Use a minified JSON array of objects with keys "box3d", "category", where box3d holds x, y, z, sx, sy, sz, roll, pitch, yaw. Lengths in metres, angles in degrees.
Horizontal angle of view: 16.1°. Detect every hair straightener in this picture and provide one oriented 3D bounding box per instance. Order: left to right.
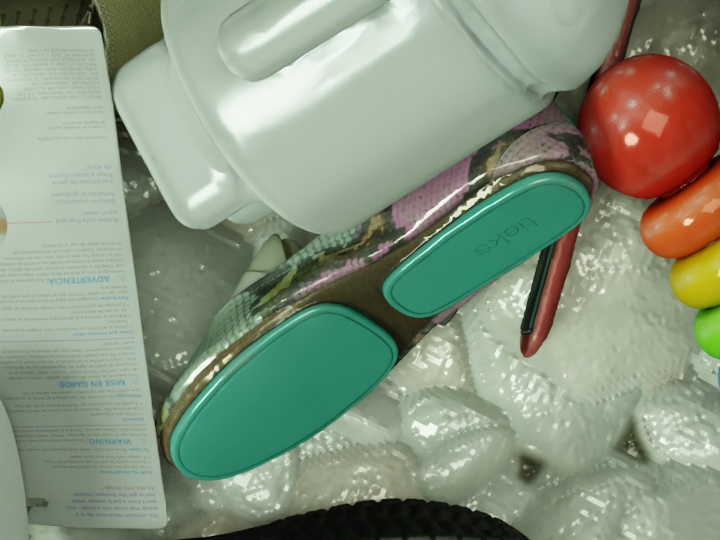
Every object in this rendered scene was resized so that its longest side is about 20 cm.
[{"box3d":[0.063,-0.073,0.988,0.076,0.041,0.202,17,92,-2],"category":"hair straightener"}]

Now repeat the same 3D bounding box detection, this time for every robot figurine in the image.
[{"box3d":[0.010,-0.090,0.886,0.199,0.169,0.113,-31,86,19],"category":"robot figurine"}]

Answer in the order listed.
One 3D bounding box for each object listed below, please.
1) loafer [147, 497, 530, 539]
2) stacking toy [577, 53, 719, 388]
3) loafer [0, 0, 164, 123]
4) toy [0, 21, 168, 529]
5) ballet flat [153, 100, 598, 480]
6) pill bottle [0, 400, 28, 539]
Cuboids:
[{"box3d":[-0.029,0.133,0.967,0.198,0.073,0.072,-8,97,2],"category":"loafer"},{"box3d":[0.151,0.006,0.964,0.085,0.085,0.201,-36,93,-4],"category":"stacking toy"},{"box3d":[-0.087,-0.090,0.968,0.198,0.067,0.077,-17,89,-4],"category":"loafer"},{"box3d":[-0.134,-0.001,0.949,0.114,0.047,0.202,0,118,12],"category":"toy"},{"box3d":[0.000,0.000,0.962,0.200,0.069,0.071,-38,47,15],"category":"ballet flat"},{"box3d":[-0.225,0.097,0.921,0.198,0.109,0.110,-7,88,2],"category":"pill bottle"}]
